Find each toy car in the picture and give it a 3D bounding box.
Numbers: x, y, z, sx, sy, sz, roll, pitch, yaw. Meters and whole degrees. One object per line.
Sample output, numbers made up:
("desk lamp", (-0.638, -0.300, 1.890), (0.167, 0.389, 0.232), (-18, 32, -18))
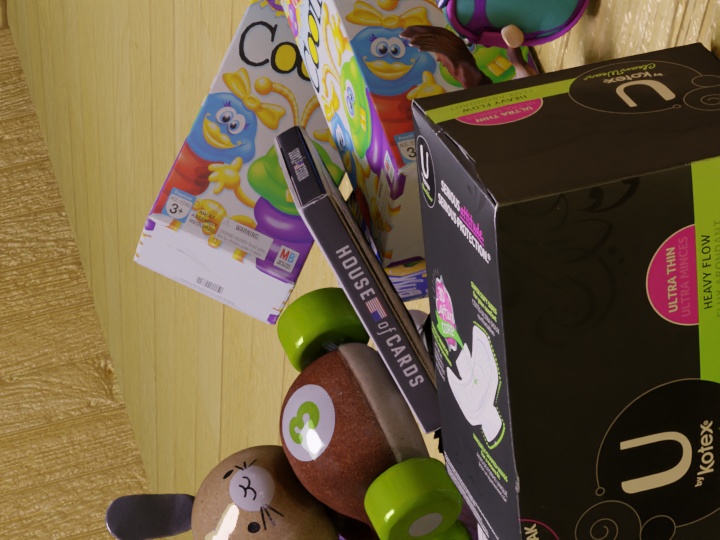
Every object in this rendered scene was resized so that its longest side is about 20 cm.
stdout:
("toy car", (-0.053, 0.140, 1.387), (0.165, 0.199, 0.158), (61, 175, 33))

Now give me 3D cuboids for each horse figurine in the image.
("horse figurine", (0.100, -0.051, 1.165), (0.200, 0.050, 0.133), (52, 176, 9))

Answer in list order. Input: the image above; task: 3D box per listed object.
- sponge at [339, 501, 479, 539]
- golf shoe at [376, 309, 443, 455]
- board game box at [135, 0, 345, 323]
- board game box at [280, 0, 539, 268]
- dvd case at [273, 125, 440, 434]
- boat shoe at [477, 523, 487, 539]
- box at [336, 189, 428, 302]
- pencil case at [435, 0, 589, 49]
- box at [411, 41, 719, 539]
("sponge", (0.019, 0.185, 1.472), (0.112, 0.199, 0.030), (-126, 28, -57))
("golf shoe", (0.068, 0.050, 1.453), (0.200, 0.077, 0.095), (-134, 51, -63))
("board game box", (-0.058, -0.086, 1.500), (0.103, 0.104, 0.201), (123, 170, -70))
("board game box", (0.032, -0.120, 1.331), (0.105, 0.102, 0.201), (99, 154, -58))
("dvd case", (0.000, 0.000, 1.336), (0.151, 0.025, 0.200), (61, -177, -15))
("boat shoe", (0.111, 0.140, 1.322), (0.069, 0.072, 0.201), (-92, 9, -53))
("box", (0.031, -0.027, 1.499), (0.200, 0.070, 0.065), (129, 128, -74))
("pencil case", (0.051, -0.206, 1.208), (0.093, 0.085, 0.201), (-54, 41, 32))
("box", (0.115, 0.021, 1.022), (0.124, 0.148, 0.201), (-123, 23, -59))
